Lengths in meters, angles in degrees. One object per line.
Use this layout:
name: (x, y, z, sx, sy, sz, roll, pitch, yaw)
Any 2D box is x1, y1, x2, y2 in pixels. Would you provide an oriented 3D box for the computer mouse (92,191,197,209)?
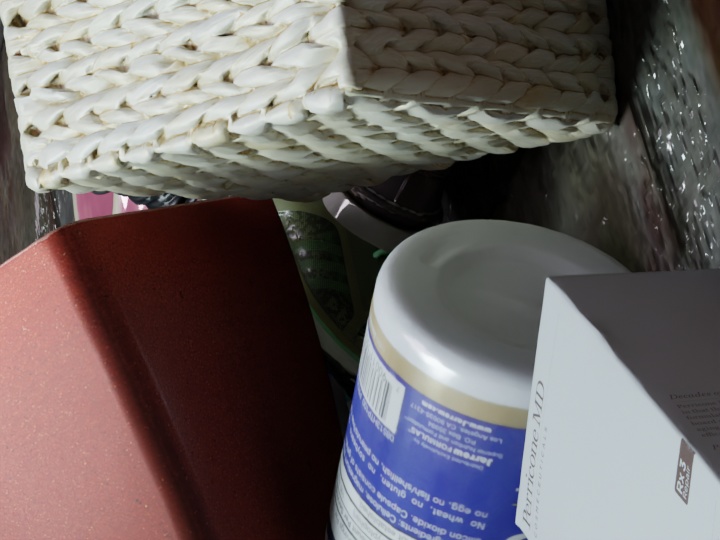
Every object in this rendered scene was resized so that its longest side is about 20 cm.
computer mouse: (-0.080, -0.121, 1.268, 0.201, 0.046, 0.140, -61, 29, 2)

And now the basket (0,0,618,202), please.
basket: (-0.023, -0.123, 1.090, 0.197, 0.199, 0.162, -12, 83, 38)

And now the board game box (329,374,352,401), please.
board game box: (-0.048, -0.027, 1.481, 0.200, 0.045, 0.153, -139, 51, -66)

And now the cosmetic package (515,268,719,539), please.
cosmetic package: (0.128, 0.088, 0.917, 0.200, 0.081, 0.114, -130, 41, -60)

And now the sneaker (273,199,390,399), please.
sneaker: (0.000, 0.000, 1.290, 0.200, 0.088, 0.077, 50, 177, 24)

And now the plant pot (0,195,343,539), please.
plant pot: (-0.115, 0.096, 1.152, 0.199, 0.200, 0.177, -31, 83, 23)

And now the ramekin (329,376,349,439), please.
ramekin: (-0.041, 0.141, 1.330, 0.202, 0.094, 0.204, 169, 90, -87)

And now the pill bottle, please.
pill bottle: (0.048, 0.092, 1.092, 0.120, 0.119, 0.201, -116, 30, -51)

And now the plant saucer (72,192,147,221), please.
plant saucer: (-0.129, -0.066, 1.496, 0.200, 0.050, 0.202, 178, 90, -73)

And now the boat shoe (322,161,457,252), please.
boat shoe: (0.004, -0.084, 1.295, 0.060, 0.072, 0.200, -58, 26, 23)
